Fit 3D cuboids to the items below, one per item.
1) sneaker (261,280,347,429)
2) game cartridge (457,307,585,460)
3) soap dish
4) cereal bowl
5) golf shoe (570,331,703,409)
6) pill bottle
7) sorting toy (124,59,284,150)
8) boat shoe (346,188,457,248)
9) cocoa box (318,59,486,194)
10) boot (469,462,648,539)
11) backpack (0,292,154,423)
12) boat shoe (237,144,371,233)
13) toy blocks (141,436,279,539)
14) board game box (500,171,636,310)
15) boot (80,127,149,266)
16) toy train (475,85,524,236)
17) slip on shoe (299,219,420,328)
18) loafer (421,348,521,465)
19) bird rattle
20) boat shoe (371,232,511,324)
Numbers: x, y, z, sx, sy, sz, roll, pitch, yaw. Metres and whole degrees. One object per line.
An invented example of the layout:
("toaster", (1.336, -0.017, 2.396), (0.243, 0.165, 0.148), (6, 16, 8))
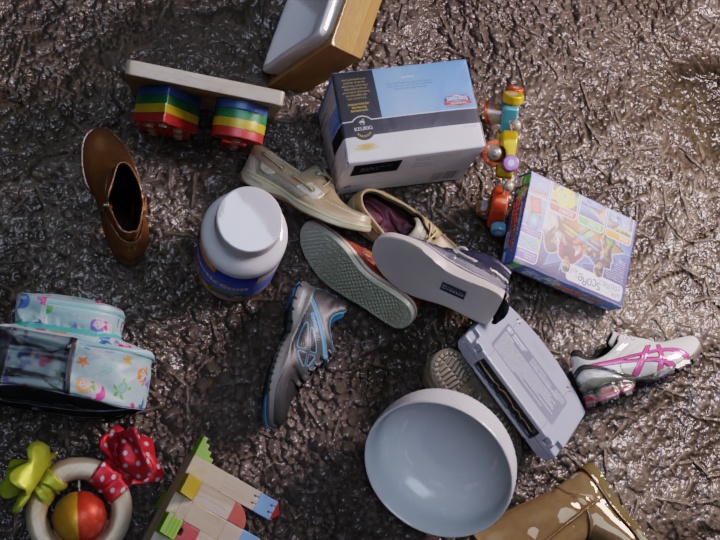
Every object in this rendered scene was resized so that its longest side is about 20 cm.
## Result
("sneaker", (-0.076, 0.116, 1.440), (0.081, 0.073, 0.203), (19, 73, -7))
("game cartridge", (0.222, 0.143, 1.480), (0.201, 0.040, 0.133), (54, 42, -1))
("soap dish", (-0.048, -0.340, 1.506), (0.081, 0.199, 0.159), (26, 71, -23))
("cereal bowl", (0.109, 0.237, 1.408), (0.200, 0.201, 0.083), (41, 31, 1))
("golf shoe", (0.390, 0.122, 1.537), (0.197, 0.073, 0.093), (-18, 79, -15))
("pill bottle", (-0.152, -0.036, 1.395), (0.110, 0.200, 0.114), (3, 75, -10))
("sorting toy", (-0.210, -0.208, 1.436), (0.197, 0.199, 0.071), (10, 90, -9))
("boat shoe", (0.069, -0.045, 1.514), (0.198, 0.066, 0.075), (30, 72, -4))
("cocoa box", (0.053, -0.199, 1.515), (0.197, 0.133, 0.133), (-8, 77, -13))
("boot", (0.270, 0.376, 1.455), (0.198, 0.066, 0.176), (-29, 71, -18))
("backpack", (-0.350, 0.111, 1.331), (0.197, 0.177, 0.153), (16, 78, -11))
("boat shoe", (-0.069, -0.111, 1.481), (0.198, 0.072, 0.066), (26, 93, 12))
("toy blocks", (-0.190, 0.330, 1.360), (0.136, 0.100, 0.202), (32, 71, -14))
("board game box", (0.298, -0.040, 1.548), (0.198, 0.034, 0.137), (22, 72, -24))
("boot", (-0.317, -0.112, 1.403), (0.075, 0.155, 0.203), (-8, 78, -13))
("toy train", (0.191, -0.161, 1.541), (0.055, 0.151, 0.203), (7, 66, 2))
("slip on shoe", (0.000, 0.000, 1.496), (0.199, 0.074, 0.061), (37, 37, 5))
("loafer", (0.149, 0.190, 1.474), (0.075, 0.068, 0.202), (-34, 101, -18))
("bird rattle", (-0.343, 0.278, 1.351), (0.197, 0.112, 0.166), (-1, 87, -25))
("boat shoe", (0.113, -0.003, 1.471), (0.198, 0.075, 0.093), (30, 31, 2))
